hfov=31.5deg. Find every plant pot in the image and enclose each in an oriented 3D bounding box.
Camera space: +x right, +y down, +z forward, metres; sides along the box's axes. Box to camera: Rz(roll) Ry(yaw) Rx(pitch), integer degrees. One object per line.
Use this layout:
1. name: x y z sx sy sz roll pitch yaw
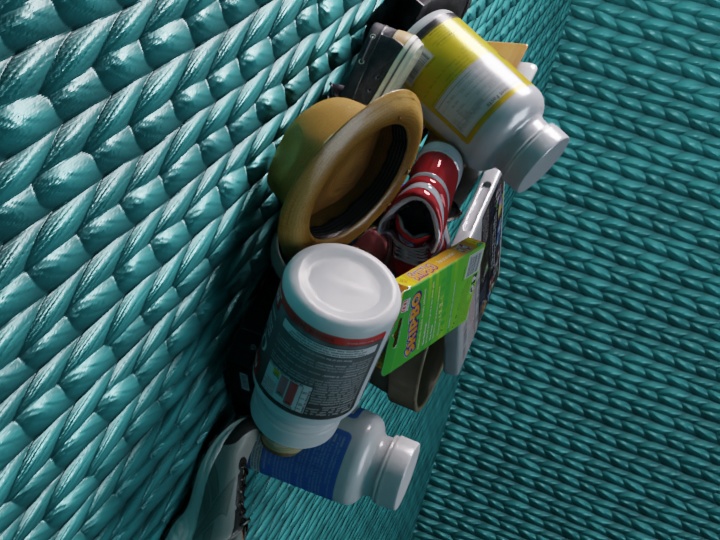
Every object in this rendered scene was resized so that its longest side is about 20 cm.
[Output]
1. plant pot: 0.023 0.054 1.571 0.200 0.173 0.200 17 90 -79

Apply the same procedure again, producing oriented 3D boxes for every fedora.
1. fedora: -0.026 -0.105 1.244 0.201 0.082 0.201 -40 153 -25

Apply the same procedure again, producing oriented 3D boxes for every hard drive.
1. hard drive: -0.088 0.050 1.394 0.140 0.038 0.200 90 23 -60

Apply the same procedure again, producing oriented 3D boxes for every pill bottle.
1. pill bottle: 0.126 -0.180 1.382 0.112 0.200 0.112 -42 167 -12
2. pill bottle: -0.039 0.203 1.469 0.112 0.200 0.112 20 90 -79
3. pill bottle: -0.041 0.079 1.249 0.116 0.116 0.200 -58 173 -47

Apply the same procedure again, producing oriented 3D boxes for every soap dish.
1. soap dish: 0.131 -0.175 1.549 0.157 0.081 0.200 -61 177 -21

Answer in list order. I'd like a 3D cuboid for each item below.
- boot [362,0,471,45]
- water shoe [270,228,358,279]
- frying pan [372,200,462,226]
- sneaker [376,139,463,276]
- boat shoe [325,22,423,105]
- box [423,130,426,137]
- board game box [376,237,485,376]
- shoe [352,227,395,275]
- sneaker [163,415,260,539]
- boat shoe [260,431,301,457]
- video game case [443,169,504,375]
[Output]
1. boot: 0.057 -0.261 1.483 0.200 0.066 0.165 -44 158 -63
2. water shoe: -0.024 -0.060 1.339 0.079 0.072 0.200 -35 -167 47
3. frying pan: 0.071 -0.081 1.565 0.190 0.115 0.031 -60 145 -71
4. sneaker: 0.058 -0.033 1.383 0.113 0.071 0.200 -63 166 -46
5. boat shoe: -0.011 -0.169 1.337 0.200 0.062 0.075 -57 177 12
6. box: 0.041 -0.140 1.546 0.143 0.036 0.200 -55 180 12
7. board game box: 0.069 0.035 1.318 0.200 0.030 0.096 -31 138 -59
8. shoe: 0.000 0.000 1.422 0.200 0.071 0.091 -60 175 -44
9. sneaker: -0.145 0.249 1.355 0.074 0.079 0.200 78 32 -67
10. boat shoe: -0.046 0.114 1.423 0.065 0.071 0.200 97 17 -54
11. video game case: 0.136 -0.004 1.527 0.200 0.023 0.182 87 23 -45
